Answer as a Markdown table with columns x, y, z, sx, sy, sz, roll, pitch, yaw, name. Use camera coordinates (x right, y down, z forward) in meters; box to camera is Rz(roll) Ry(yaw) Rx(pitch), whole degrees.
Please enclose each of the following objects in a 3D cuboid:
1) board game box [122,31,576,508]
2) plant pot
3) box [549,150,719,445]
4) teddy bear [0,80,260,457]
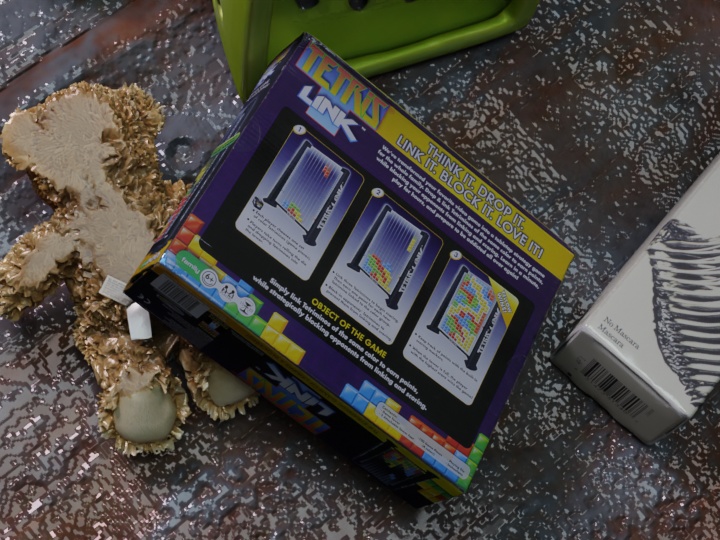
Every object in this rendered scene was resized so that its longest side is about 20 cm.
| x | y | z | sx | sy | sz | roll | pitch | yaw | name |
| --- | --- | --- | --- | --- | --- | --- | --- | --- | --- |
| 0.000 | 0.000 | 0.778 | 0.199 | 0.057 | 0.166 | 38 | 58 | -13 | board game box |
| -0.001 | -0.238 | 0.828 | 0.198 | 0.199 | 0.183 | -17 | 68 | -16 | plant pot |
| 0.204 | -0.001 | 0.848 | 0.082 | 0.068 | 0.200 | 39 | 69 | 6 | box |
| -0.125 | 0.000 | 0.792 | 0.145 | 0.067 | 0.200 | -41 | 89 | -12 | teddy bear |
